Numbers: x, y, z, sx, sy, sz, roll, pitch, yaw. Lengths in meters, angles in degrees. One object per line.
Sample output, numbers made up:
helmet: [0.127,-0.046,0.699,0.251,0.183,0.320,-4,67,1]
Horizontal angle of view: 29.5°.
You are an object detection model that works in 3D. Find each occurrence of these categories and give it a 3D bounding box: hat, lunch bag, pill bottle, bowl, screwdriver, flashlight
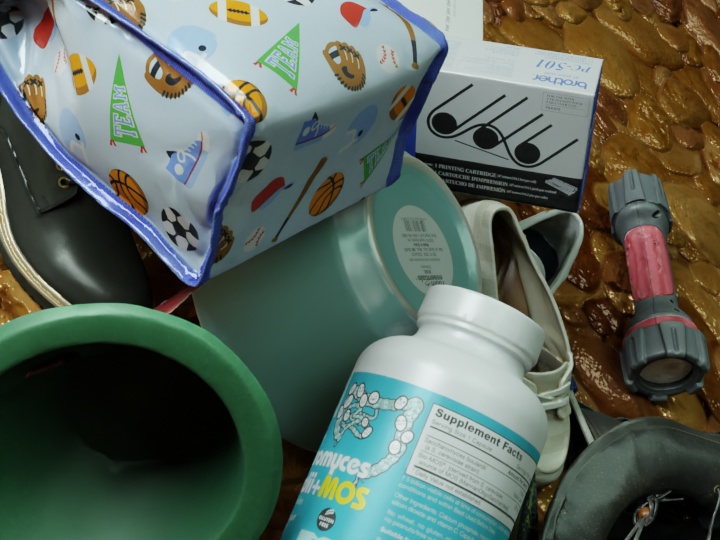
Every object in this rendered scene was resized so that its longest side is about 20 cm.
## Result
hat: [-0.115,0.058,0.727,0.176,0.198,0.167,-96,174,-67]
hat: [0.176,0.187,0.821,0.199,0.081,0.202,5,78,-22]
lunch bag: [-0.084,-0.116,0.696,0.200,0.124,0.170,39,38,21]
pill bottle: [0.030,0.112,0.716,0.110,0.111,0.201,29,74,-17]
bowl: [0.000,0.000,0.828,0.200,0.105,0.202,31,48,-41]
screwdriver: [0.150,0.092,0.937,0.028,0.029,0.200,9,29,-18]
flashlight: [0.231,0.005,1.091,0.068,0.068,0.201,19,48,-22]

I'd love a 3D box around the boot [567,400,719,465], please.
boot: [0.231,0.173,0.944,0.173,0.070,0.200,11,31,-32]

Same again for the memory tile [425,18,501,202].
memory tile: [0.023,-0.104,0.937,0.199,0.153,0.017,34,41,-16]

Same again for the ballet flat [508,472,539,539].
ballet flat: [0.075,0.148,0.803,0.074,0.074,0.202,4,84,-37]

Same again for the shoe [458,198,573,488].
shoe: [0.101,0.049,0.906,0.070,0.053,0.201,-18,95,-31]

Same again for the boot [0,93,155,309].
boot: [-0.159,-0.071,0.776,0.077,0.138,0.201,-21,71,-47]

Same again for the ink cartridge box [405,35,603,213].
ink cartridge box: [0.050,-0.101,0.880,0.198,0.094,0.044,10,43,11]

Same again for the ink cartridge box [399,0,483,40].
ink cartridge box: [-0.032,-0.174,0.962,0.199,0.146,0.084,25,44,-20]

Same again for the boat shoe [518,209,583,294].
boat shoe: [0.101,0.006,0.982,0.074,0.065,0.200,45,41,0]
